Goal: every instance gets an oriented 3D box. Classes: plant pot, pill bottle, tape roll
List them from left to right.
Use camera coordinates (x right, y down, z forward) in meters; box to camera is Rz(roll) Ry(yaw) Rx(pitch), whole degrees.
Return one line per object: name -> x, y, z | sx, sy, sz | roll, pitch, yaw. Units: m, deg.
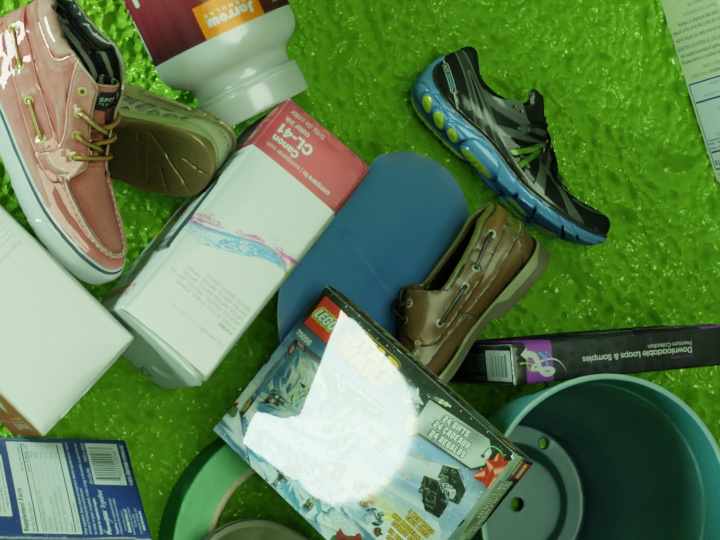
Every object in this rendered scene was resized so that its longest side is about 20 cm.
pill bottle -> -0.118, -0.207, 1.648 | 0.113, 0.113, 0.201 | -28, 95, -18
tape roll -> -0.052, 0.211, 1.679 | 0.200, 0.048, 0.201 | 1, 87, -18
plant pot -> 0.149, 0.181, 1.675 | 0.199, 0.188, 0.201 | 2, 85, -19

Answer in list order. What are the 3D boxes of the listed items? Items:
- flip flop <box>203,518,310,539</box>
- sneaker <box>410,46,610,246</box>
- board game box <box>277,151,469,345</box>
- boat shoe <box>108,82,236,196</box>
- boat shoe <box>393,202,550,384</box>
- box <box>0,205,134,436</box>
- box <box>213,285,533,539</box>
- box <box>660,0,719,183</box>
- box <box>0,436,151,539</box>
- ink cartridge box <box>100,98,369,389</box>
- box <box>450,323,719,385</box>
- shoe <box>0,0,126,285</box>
flip flop -> -0.032, 0.245, 1.627 | 0.200, 0.058, 0.081 | 31, 78, -15
sneaker -> 0.129, -0.096, 1.748 | 0.200, 0.071, 0.083 | 45, 80, -8
board game box -> 0.000, 0.000, 1.690 | 0.200, 0.039, 0.158 | -53, 136, -14
boat shoe -> -0.190, -0.106, 1.623 | 0.199, 0.063, 0.074 | 20, 121, 12
boat shoe -> 0.054, 0.036, 1.689 | 0.068, 0.072, 0.200 | 44, 80, -19
box -> -0.273, 0.015, 1.575 | 0.200, 0.124, 0.098 | 45, 74, -10
box -> 0.007, 0.124, 1.580 | 0.200, 0.040, 0.137 | 42, 96, 28
box -> 0.357, -0.195, 1.819 | 0.175, 0.097, 0.201 | -18, 93, -19
box -> -0.257, 0.163, 1.577 | 0.199, 0.121, 0.033 | 5, 120, -19
ink cartridge box -> -0.098, -0.017, 1.625 | 0.086, 0.148, 0.200 | 42, 74, -9
box -> 0.181, 0.064, 1.717 | 0.199, 0.143, 0.036 | -6, 90, -19
shoe -> -0.198, -0.094, 1.550 | 0.201, 0.091, 0.071 | 63, 28, 1
